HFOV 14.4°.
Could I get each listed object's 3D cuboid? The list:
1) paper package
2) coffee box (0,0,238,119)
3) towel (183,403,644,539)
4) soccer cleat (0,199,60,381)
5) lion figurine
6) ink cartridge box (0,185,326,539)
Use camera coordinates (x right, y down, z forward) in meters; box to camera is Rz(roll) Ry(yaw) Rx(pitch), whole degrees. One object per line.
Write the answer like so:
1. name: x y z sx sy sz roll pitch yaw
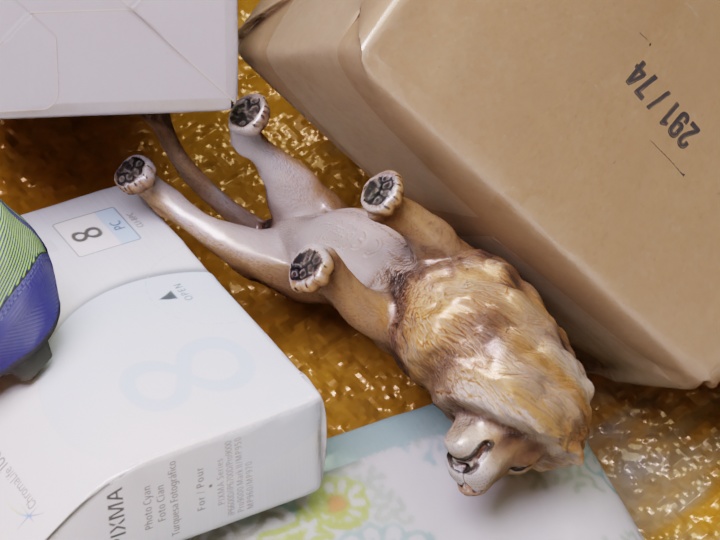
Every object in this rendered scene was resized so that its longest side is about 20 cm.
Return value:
1. paper package: 0.090 -0.089 1.043 0.200 0.103 0.191 40 77 -25
2. coffee box: -0.115 -0.117 1.082 0.113 0.080 0.200 -3 17 -10
3. towel: 0.021 0.137 1.016 0.200 0.048 0.171 -17 62 -23
4. soccer cleat: -0.198 0.034 0.968 0.200 0.084 0.065 -29 43 -10
5. lion figurine: 0.000 0.000 1.041 0.073 0.122 0.200 -50 44 0
6. ink cartridge box: -0.135 0.048 1.012 0.200 0.047 0.160 -17 39 -24
